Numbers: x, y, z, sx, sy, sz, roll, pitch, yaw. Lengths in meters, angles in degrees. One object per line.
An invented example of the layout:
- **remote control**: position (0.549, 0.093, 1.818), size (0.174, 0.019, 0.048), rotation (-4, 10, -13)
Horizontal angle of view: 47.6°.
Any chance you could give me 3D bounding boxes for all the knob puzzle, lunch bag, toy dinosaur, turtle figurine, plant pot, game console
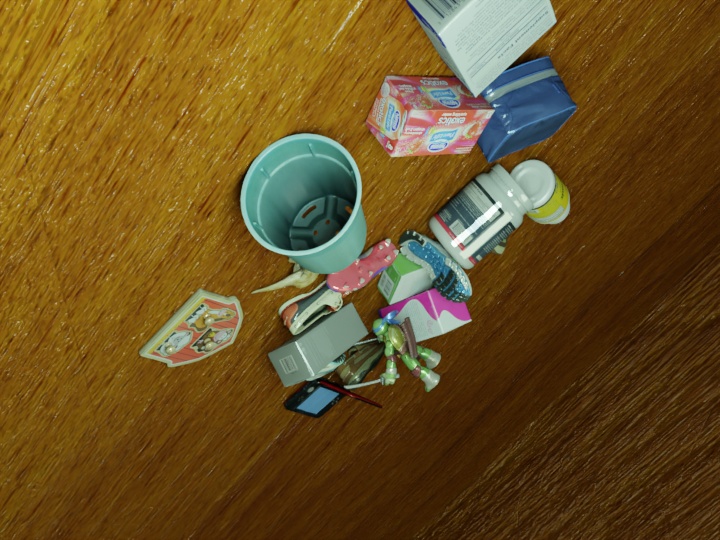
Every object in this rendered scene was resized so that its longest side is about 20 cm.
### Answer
- **knob puzzle**: position (-0.302, 0.126, 1.581), size (0.217, 0.031, 0.221), rotation (-29, 150, -18)
- **lunch bag**: position (0.281, -0.303, 1.515), size (0.197, 0.134, 0.136), rotation (-23, 167, -22)
- **toy dinosaur**: position (-0.112, 0.004, 1.591), size (0.197, 0.059, 0.102), rotation (-23, 150, -25)
- **turtle figurine**: position (0.074, 0.198, 1.827), size (0.192, 0.144, 0.202), rotation (33, 93, -18)
- **plant pot**: position (-0.076, -0.092, 1.368), size (0.199, 0.201, 0.196), rotation (-36, 159, -1)
- **game console**: position (-0.068, 0.345, 2.076), size (0.172, 0.119, 0.200), rotation (-41, 151, 7)

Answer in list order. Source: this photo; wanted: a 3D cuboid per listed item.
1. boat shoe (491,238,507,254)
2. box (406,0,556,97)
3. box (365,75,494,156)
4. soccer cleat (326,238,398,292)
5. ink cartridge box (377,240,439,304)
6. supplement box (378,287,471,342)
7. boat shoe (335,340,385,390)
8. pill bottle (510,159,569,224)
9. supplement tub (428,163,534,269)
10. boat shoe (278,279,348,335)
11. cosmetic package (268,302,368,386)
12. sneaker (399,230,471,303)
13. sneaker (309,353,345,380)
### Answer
- **boat shoe**: position (0.291, -0.091, 1.911), size (0.201, 0.074, 0.076), rotation (6, 117, -60)
- **box**: position (0.192, -0.410, 1.282), size (0.183, 0.105, 0.200), rotation (-42, 151, 7)
- **box**: position (0.121, -0.267, 1.412), size (0.197, 0.096, 0.100), rotation (-9, 142, -38)
- **soccer cleat**: position (0.000, 0.000, 1.683), size (0.199, 0.067, 0.077), rotation (-34, 172, -38)
- **ink cartridge box**: position (0.142, -0.003, 1.866), size (0.197, 0.060, 0.105), rotation (-19, 149, -30)
- **supplement box**: position (0.147, 0.105, 1.899), size (0.102, 0.103, 0.199), rotation (-18, 176, -36)
- **boat shoe**: position (0.006, 0.211, 2.001), size (0.200, 0.073, 0.076), rotation (-41, 163, -55)
- **pill bottle**: position (0.418, -0.172, 1.882), size (0.111, 0.112, 0.199), rotation (-44, 152, 13)
- **supplement tub**: position (0.257, -0.115, 1.748), size (0.199, 0.141, 0.140), rotation (-41, 152, 8)
- **boat shoe**: position (-0.076, 0.066, 1.719), size (0.198, 0.063, 0.072), rotation (-28, 149, -20)
- **cosmetic package**: position (-0.087, 0.155, 1.727), size (0.106, 0.091, 0.199), rotation (-27, -179, 45)
- **sneaker**: position (0.176, -0.015, 1.754), size (0.086, 0.201, 0.075), rotation (-9, 143, -56)
- **sneaker**: position (-0.122, 0.226, 1.888), size (0.198, 0.078, 0.087), rotation (-3, 140, -47)
